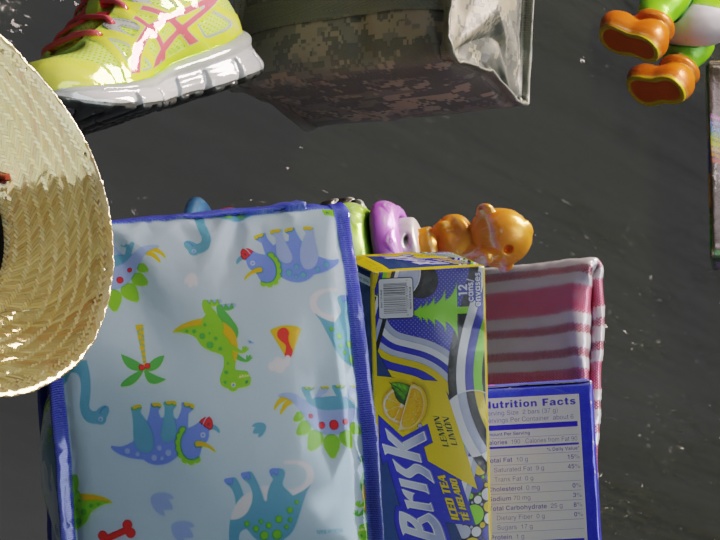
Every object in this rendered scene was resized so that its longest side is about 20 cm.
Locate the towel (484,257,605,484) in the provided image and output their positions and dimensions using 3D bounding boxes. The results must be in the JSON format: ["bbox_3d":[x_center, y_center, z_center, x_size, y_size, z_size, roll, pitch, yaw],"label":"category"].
[{"bbox_3d":[0.094,0.092,1.507,0.030,0.146,0.200,13,76,-41],"label":"towel"}]

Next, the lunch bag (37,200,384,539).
[{"bbox_3d":[-0.082,0.068,1.212,0.170,0.127,0.200,-6,99,-12],"label":"lunch bag"}]

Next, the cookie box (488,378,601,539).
[{"bbox_3d":[0.097,0.166,1.354,0.171,0.075,0.200,89,-2,-84],"label":"cookie box"}]

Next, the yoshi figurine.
[{"bbox_3d":[0.252,-0.229,1.837,0.112,0.112,0.200,36,65,0],"label":"yoshi figurine"}]

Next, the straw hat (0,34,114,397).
[{"bbox_3d":[-0.217,-0.027,1.122,0.201,0.085,0.201,27,54,-44],"label":"straw hat"}]

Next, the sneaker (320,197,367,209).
[{"bbox_3d":[-0.015,0.058,1.411,0.089,0.078,0.200,45,51,-40],"label":"sneaker"}]

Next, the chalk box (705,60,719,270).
[{"bbox_3d":[0.337,-0.060,1.859,0.124,0.124,0.200,22,68,-81],"label":"chalk box"}]

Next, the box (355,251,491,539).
[{"bbox_3d":[0.031,0.093,1.252,0.064,0.070,0.200,-3,97,-13],"label":"box"}]

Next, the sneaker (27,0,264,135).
[{"bbox_3d":[-0.134,-0.125,1.271,0.200,0.078,0.090,-27,101,-59],"label":"sneaker"}]

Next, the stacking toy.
[{"bbox_3d":[0.000,0.000,1.313,0.110,0.200,0.116,-87,158,-59],"label":"stacking toy"}]

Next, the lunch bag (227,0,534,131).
[{"bbox_3d":[0.018,-0.198,1.407,0.118,0.164,0.200,26,65,-55],"label":"lunch bag"}]
